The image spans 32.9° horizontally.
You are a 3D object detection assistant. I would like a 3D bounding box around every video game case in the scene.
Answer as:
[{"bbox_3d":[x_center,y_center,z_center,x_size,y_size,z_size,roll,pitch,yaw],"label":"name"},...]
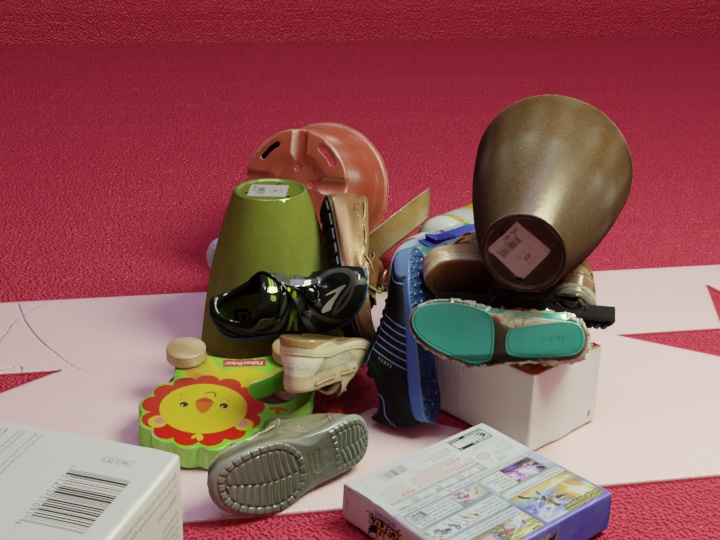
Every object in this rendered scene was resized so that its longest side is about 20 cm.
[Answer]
[{"bbox_3d":[0.114,0.231,1.193,0.198,0.046,0.180,-17,27,-37],"label":"video game case"}]

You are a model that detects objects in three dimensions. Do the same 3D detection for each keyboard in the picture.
[{"bbox_3d":[0.185,0.043,1.360,0.197,0.021,0.127,4,-16,6],"label":"keyboard"}]

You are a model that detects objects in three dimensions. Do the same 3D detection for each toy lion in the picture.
[{"bbox_3d":[-0.147,0.151,1.364,0.197,0.070,0.192,-1,29,-7],"label":"toy lion"}]

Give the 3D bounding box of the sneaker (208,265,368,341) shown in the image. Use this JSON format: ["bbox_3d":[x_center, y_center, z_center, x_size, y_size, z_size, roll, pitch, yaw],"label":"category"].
[{"bbox_3d":[-0.085,0.038,1.427,0.197,0.072,0.083,-12,-20,10],"label":"sneaker"}]

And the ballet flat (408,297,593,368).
[{"bbox_3d":[0.151,0.073,1.319,0.197,0.077,0.064,8,-7,8],"label":"ballet flat"}]

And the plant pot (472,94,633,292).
[{"bbox_3d":[0.196,-0.067,1.348,0.184,0.189,0.201,8,32,16],"label":"plant pot"}]

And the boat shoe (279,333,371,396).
[{"bbox_3d":[-0.040,0.106,1.366,0.071,0.066,0.200,4,-2,18],"label":"boat shoe"}]

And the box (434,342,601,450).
[{"bbox_3d":[0.161,0.113,1.416,0.123,0.099,0.199,-18,29,-40],"label":"box"}]

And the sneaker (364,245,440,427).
[{"bbox_3d":[0.041,0.076,1.382,0.077,0.203,0.070,-8,-13,29],"label":"sneaker"}]

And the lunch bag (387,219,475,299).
[{"bbox_3d":[0.122,0.024,1.548,0.198,0.163,0.082,-17,29,-41],"label":"lunch bag"}]

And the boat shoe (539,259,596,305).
[{"bbox_3d":[0.241,0.048,1.481,0.075,0.201,0.073,16,62,-5],"label":"boat shoe"}]

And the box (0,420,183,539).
[{"bbox_3d":[-0.275,0.241,1.026,0.197,0.133,0.199,7,23,15],"label":"box"}]

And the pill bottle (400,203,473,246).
[{"bbox_3d":[0.148,-0.032,1.751,0.112,0.115,0.199,21,28,39],"label":"pill bottle"}]

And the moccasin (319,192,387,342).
[{"bbox_3d":[0.000,0.001,1.503,0.076,0.074,0.204,-2,62,-16],"label":"moccasin"}]

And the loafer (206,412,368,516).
[{"bbox_3d":[-0.081,0.195,1.252,0.198,0.076,0.069,-12,13,-41],"label":"loafer"}]

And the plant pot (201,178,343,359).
[{"bbox_3d":[-0.114,-0.007,1.548,0.184,0.203,0.188,0,21,0],"label":"plant pot"}]

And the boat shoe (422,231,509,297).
[{"bbox_3d":[0.133,-0.009,1.435,0.199,0.074,0.070,9,45,-49],"label":"boat shoe"}]

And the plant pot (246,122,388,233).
[{"bbox_3d":[-0.071,-0.123,1.766,0.197,0.204,0.195,6,2,10],"label":"plant pot"}]

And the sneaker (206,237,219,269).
[{"bbox_3d":[-0.166,-0.015,1.713,0.113,0.077,0.199,11,2,38],"label":"sneaker"}]

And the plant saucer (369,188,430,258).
[{"bbox_3d":[0.031,-0.042,1.751,0.199,0.036,0.200,-38,0,0],"label":"plant saucer"}]
